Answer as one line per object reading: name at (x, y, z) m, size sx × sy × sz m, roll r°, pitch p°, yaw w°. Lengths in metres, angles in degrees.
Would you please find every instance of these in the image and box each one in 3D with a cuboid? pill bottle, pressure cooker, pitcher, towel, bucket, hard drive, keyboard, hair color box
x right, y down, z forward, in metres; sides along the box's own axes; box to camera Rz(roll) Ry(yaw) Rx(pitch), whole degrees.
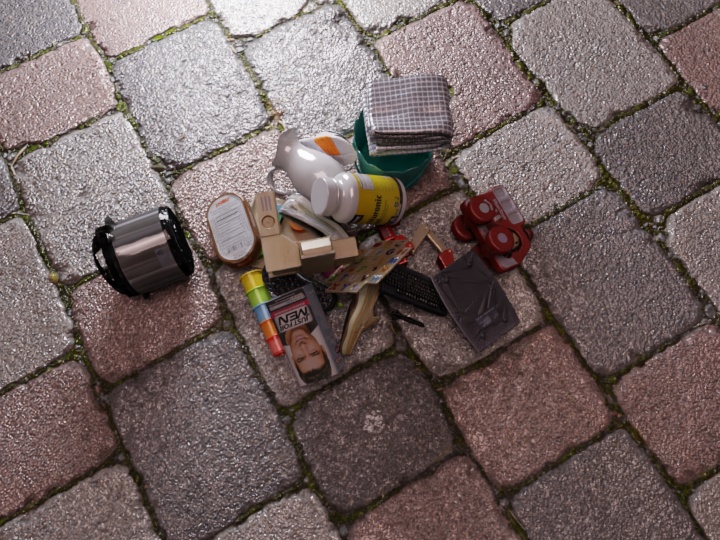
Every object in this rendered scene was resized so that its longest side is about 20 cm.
pill bottle at (-0.005, -0.160, 1.316) m, size 0.199 × 0.111 × 0.112 m, roll 0°, pitch 69°, yaw -32°
pressure cooker at (-0.500, -0.040, 1.343) m, size 0.199 × 0.179 × 0.177 m, roll -22°, pitch 76°, yaw -7°
pitcher at (-0.129, -0.217, 1.420) m, size 0.200 × 0.172 × 0.121 m, roll 41°, pitch 39°, yaw 7°
towel at (0.106, -0.357, 1.339) m, size 0.198 × 0.086 × 0.167 m, roll -4°, pitch 72°, yaw -1°
bucket at (0.080, -0.296, 1.436) m, size 0.205 × 0.135 × 0.209 m, roll 0°, pitch 71°, yaw 1°
hard drive at (0.257, 0.069, 1.343) m, size 0.134 × 0.042 × 0.201 m, roll -34°, pitch 91°, yaw -9°
keyboard at (0.121, 0.065, 1.319) m, size 0.199 × 0.021 × 0.128 m, roll 21°, pitch 74°, yaw -32°
hair color box at (-0.120, 0.141, 1.293) m, size 0.098 × 0.061 × 0.201 m, roll -21°, pitch 93°, yaw 16°

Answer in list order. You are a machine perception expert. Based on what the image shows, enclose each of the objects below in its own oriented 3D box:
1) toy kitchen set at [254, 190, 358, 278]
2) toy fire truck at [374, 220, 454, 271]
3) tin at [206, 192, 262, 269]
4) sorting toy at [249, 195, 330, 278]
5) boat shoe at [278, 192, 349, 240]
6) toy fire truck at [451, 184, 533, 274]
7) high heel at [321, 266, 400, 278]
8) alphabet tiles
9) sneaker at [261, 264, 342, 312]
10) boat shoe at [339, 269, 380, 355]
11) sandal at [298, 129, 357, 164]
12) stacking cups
toy kitchen set at (-0.116, -0.095, 1.260) m, size 0.198 × 0.163 × 0.182 m, roll -10°, pitch 80°, yaw -6°
toy fire truck at (0.126, -0.068, 1.407) m, size 0.140 × 0.049 × 0.201 m, roll -22°, pitch 72°, yaw -6°
tin at (-0.303, -0.098, 1.412) m, size 0.111 × 0.042 × 0.201 m, roll -24°, pitch 64°, yaw 1°
sorting toy at (-0.190, -0.086, 1.425) m, size 0.198 × 0.037 × 0.186 m, roll 15°, pitch 73°, yaw 5°
boat shoe at (-0.099, -0.096, 1.386) m, size 0.202 × 0.074 × 0.065 m, roll 42°, pitch 71°, yaw -12°
toy fire truck at (0.325, -0.099, 1.391) m, size 0.167 × 0.112 × 0.201 m, roll -21°, pitch 73°, yaw -25°
high heel at (0.000, 0.000, 1.363) m, size 0.198 × 0.096 × 0.068 m, roll 14°, pitch 73°, yaw 5°
alphabet tiles at (0.015, -0.011, 1.304) m, size 0.200 × 0.166 × 0.006 m, roll -44°, pitch 119°, yaw -35°
sneaker at (-0.137, 0.045, 1.362) m, size 0.199 × 0.083 × 0.072 m, roll 28°, pitch 92°, yaw 12°
boat shoe at (0.009, 0.102, 1.322) m, size 0.076 × 0.072 × 0.201 m, roll 16°, pitch 101°, yaw -6°
sandal at (-0.082, -0.309, 1.440) m, size 0.206 × 0.079 × 0.059 m, roll 13°, pitch 51°, yaw 41°
stacking cups at (-0.217, 0.098, 1.354) m, size 0.060 × 0.061 × 0.201 m, roll -23°, pitch 73°, yaw -6°
